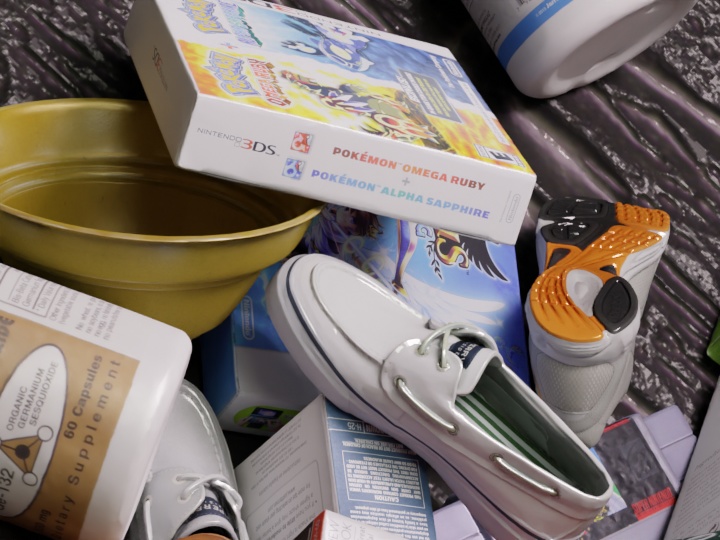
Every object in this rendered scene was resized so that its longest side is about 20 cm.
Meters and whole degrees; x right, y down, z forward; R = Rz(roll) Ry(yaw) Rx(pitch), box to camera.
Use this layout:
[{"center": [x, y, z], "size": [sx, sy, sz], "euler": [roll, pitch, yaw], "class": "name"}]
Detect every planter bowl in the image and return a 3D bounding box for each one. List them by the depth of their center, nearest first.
[{"center": [-0.115, -0.016, 1.511], "size": [0.199, 0.084, 0.201], "euler": [6, 21, -2], "class": "planter bowl"}]

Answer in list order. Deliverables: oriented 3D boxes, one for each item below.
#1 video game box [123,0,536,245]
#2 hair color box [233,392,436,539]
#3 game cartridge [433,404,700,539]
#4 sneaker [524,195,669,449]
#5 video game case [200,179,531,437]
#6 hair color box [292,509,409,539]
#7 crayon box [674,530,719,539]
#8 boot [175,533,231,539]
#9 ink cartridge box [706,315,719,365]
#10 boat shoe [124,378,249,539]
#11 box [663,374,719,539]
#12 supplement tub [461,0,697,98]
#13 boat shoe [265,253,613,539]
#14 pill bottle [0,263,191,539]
[{"center": [-0.020, -0.086, 1.545], "size": [0.181, 0.047, 0.200], "euler": [11, 20, -17], "class": "video game box"}, {"center": [-0.007, 0.173, 1.477], "size": [0.060, 0.100, 0.201], "euler": [10, 58, -29], "class": "hair color box"}, {"center": [0.128, 0.156, 1.612], "size": [0.199, 0.038, 0.130], "euler": [-21, 78, -37], "class": "game cartridge"}, {"center": [0.125, 0.027, 1.665], "size": [0.075, 0.093, 0.200], "euler": [10, 27, 11], "class": "sneaker"}, {"center": [0.000, 0.000, 1.621], "size": [0.180, 0.045, 0.201], "euler": [10, 58, -26], "class": "video game case"}, {"center": [0.052, 0.200, 1.388], "size": [0.199, 0.064, 0.111], "euler": [20, 54, -17], "class": "hair color box"}, {"center": [0.210, 0.229, 1.508], "size": [0.051, 0.126, 0.201], "euler": [-64, 141, -77], "class": "crayon box"}, {"center": [-0.134, 0.153, 1.347], "size": [0.199, 0.156, 0.077], "euler": [-27, 60, -17], "class": "boot"}, {"center": [0.306, 0.005, 1.780], "size": [0.147, 0.076, 0.200], "euler": [35, 45, -8], "class": "ink cartridge box"}, {"center": [-0.083, 0.135, 1.475], "size": [0.072, 0.069, 0.201], "euler": [13, 57, -23], "class": "boat shoe"}, {"center": [0.263, 0.132, 1.627], "size": [0.152, 0.106, 0.200], "euler": [40, 40, -12], "class": "box"}, {"center": [0.100, -0.215, 1.752], "size": [0.131, 0.132, 0.201], "euler": [-21, 75, -37], "class": "supplement tub"}, {"center": [0.045, 0.054, 1.473], "size": [0.200, 0.067, 0.074], "euler": [41, 44, -3], "class": "boat shoe"}, {"center": [-0.190, 0.050, 1.420], "size": [0.199, 0.115, 0.115], "euler": [20, 53, -2], "class": "pill bottle"}]
